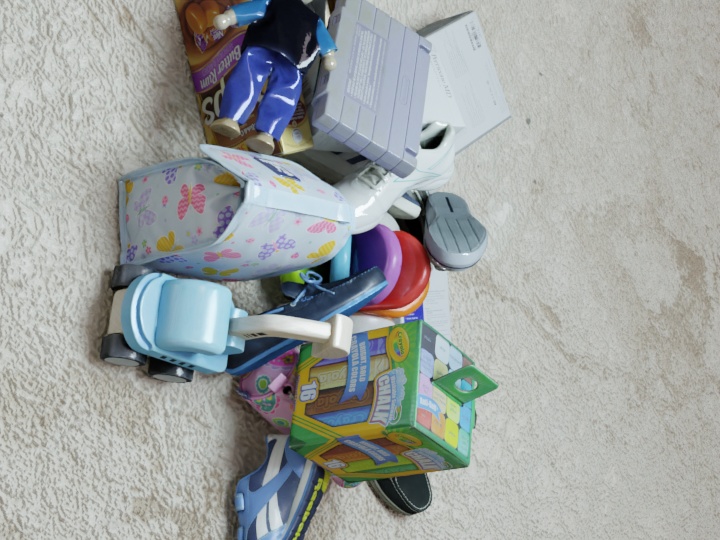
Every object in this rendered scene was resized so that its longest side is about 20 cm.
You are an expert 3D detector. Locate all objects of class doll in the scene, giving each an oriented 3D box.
[{"bbox_3d":[-0.092,-0.228,1.451,0.136,0.048,0.200,24,76,-12],"label":"doll"}]

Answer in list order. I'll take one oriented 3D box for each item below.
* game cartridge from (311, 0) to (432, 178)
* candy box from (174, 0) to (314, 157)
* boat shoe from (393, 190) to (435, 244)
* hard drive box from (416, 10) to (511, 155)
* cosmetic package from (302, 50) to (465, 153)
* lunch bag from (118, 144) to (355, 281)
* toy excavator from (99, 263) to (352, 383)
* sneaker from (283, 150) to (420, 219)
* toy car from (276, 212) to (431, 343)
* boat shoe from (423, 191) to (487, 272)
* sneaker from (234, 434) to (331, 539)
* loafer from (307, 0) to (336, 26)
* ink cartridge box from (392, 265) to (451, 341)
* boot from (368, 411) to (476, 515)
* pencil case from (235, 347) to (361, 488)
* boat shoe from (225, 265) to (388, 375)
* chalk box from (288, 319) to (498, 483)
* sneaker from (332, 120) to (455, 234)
[{"bbox_3d":[0.013,-0.207,1.530,0.130,0.038,0.200,26,49,-20],"label":"game cartridge"},{"bbox_3d":[-0.128,-0.219,1.531,0.056,0.117,0.200,-19,98,-47],"label":"candy box"},{"bbox_3d":[0.053,-0.093,1.748,0.200,0.071,0.064,59,46,-26],"label":"boat shoe"},{"bbox_3d":[0.095,-0.231,1.813,0.200,0.077,0.156,-35,109,-46],"label":"hard drive box"},{"bbox_3d":[0.013,-0.198,1.605,0.200,0.081,0.113,-3,65,-40],"label":"cosmetic package"},{"bbox_3d":[-0.125,-0.060,1.445,0.169,0.200,0.127,8,78,-47],"label":"lunch bag"},{"bbox_3d":[-0.135,0.058,1.411,0.194,0.200,0.100,23,67,-43],"label":"toy excavator"},{"bbox_3d":[0.001,-0.135,1.665,0.200,0.075,0.085,32,72,-27],"label":"sneaker"},{"bbox_3d":[0.000,0.000,1.612,0.200,0.150,0.175,17,71,-46],"label":"toy car"},{"bbox_3d":[0.111,-0.030,1.660,0.200,0.073,0.067,-84,179,-68],"label":"boat shoe"},{"bbox_3d":[-0.102,0.270,1.520,0.200,0.082,0.074,-65,162,-13],"label":"sneaker"},{"bbox_3d":[-0.032,-0.250,1.677,0.073,0.072,0.200,-39,113,-46],"label":"loafer"},{"bbox_3d":[0.071,0.080,1.756,0.099,0.039,0.200,-1,90,-48],"label":"ink cartridge box"},{"bbox_3d":[0.073,0.204,1.656,0.073,0.154,0.204,-41,114,-44],"label":"boot"},{"bbox_3d":[-0.052,0.164,1.574,0.200,0.087,0.088,49,51,-35],"label":"pencil case"},{"bbox_3d":[-0.068,0.039,1.491,0.200,0.084,0.069,-27,80,-9],"label":"boat shoe"},{"bbox_3d":[0.044,0.138,1.464,0.125,0.200,0.124,39,48,-45],"label":"chalk box"},{"bbox_3d":[0.029,-0.111,1.564,0.200,0.070,0.080,-33,153,-29],"label":"sneaker"}]
